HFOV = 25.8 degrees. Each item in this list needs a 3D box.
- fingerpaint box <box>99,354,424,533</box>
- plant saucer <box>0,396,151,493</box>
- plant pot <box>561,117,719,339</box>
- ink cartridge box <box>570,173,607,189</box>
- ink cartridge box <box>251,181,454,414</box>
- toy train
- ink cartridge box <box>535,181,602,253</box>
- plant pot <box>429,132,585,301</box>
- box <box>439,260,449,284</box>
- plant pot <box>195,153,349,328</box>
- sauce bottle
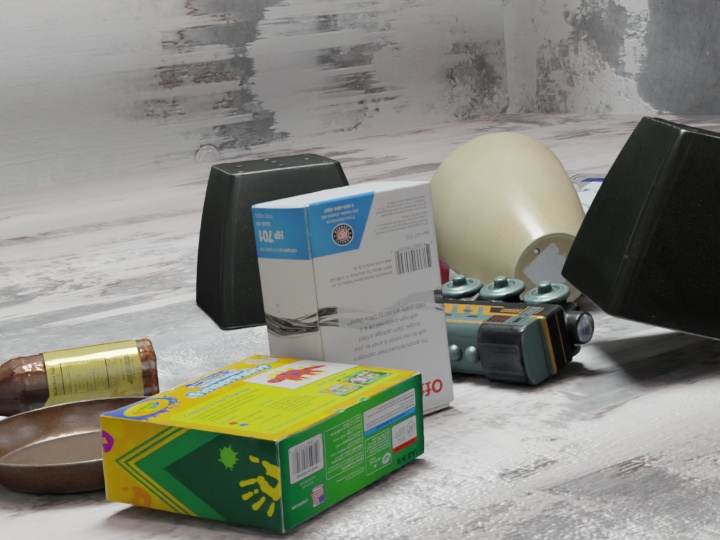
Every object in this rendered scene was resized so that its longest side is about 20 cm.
[{"bbox_3d":[-0.071,0.128,1.209,0.166,0.074,0.200,4,13,32],"label":"fingerpaint box"},{"bbox_3d":[-0.225,0.146,1.309,0.199,0.035,0.200,-5,9,1],"label":"plant saucer"},{"bbox_3d":[0.324,-0.042,1.494,0.199,0.178,0.200,11,9,-8],"label":"plant pot"},{"bbox_3d":[0.435,-0.139,2.586,0.199,0.037,0.095,3,14,29],"label":"ink cartridge box"},{"bbox_3d":[-0.005,0.031,1.367,0.146,0.201,0.086,-13,11,-40],"label":"ink cartridge box"},{"bbox_3d":[0.123,0.058,1.509,0.199,0.086,0.114,4,23,42],"label":"toy train"},{"bbox_3d":[0.246,-0.071,2.123,0.160,0.047,0.200,-31,23,-25],"label":"ink cartridge box"},{"bbox_3d":[0.186,-0.037,1.804,0.186,0.188,0.200,-7,25,-11],"label":"plant pot"},{"bbox_3d":[0.041,-0.041,1.996,0.094,0.103,0.200,3,7,-17],"label":"box"},{"bbox_3d":[-0.097,-0.044,1.909,0.198,0.178,0.200,-8,11,-14],"label":"plant pot"},{"bbox_3d":[-0.290,0.107,1.474,0.199,0.066,0.066,-8,10,-13],"label":"sauce bottle"}]
